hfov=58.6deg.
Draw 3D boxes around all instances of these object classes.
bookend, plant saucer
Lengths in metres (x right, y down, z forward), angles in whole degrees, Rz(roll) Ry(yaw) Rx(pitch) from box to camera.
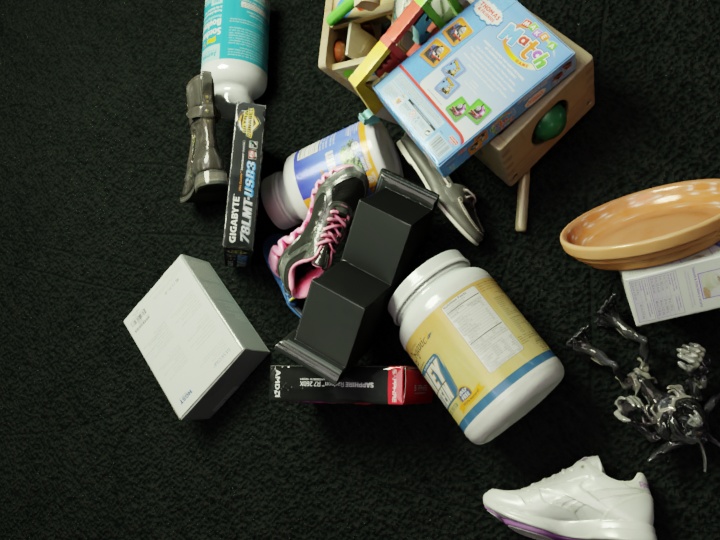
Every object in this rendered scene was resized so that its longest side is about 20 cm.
[{"bbox_3d":[0.000,0.000,0.803,0.090,0.200,0.203,26,117,15],"label":"bookend"},{"bbox_3d":[0.325,-0.049,0.717,0.196,0.200,0.038,-17,104,21],"label":"plant saucer"}]

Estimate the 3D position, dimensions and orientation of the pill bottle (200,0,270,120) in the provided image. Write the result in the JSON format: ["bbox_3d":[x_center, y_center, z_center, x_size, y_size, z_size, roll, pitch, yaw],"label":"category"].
[{"bbox_3d":[-0.205,-0.357,1.052,0.108,0.110,0.206,-4,79,24],"label":"pill bottle"}]

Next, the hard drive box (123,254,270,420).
[{"bbox_3d":[-0.262,0.105,1.015,0.156,0.076,0.201,-45,66,12],"label":"hard drive box"}]

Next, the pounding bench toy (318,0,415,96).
[{"bbox_3d":[0.007,-0.341,0.889,0.153,0.198,0.128,2,81,36],"label":"pounding bench toy"}]

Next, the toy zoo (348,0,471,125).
[{"bbox_3d":[0.067,-0.268,0.829,0.200,0.130,0.021,-47,58,16],"label":"toy zoo"}]

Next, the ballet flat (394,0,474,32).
[{"bbox_3d":[0.121,-0.359,0.855,0.070,0.198,0.074,16,118,34],"label":"ballet flat"}]

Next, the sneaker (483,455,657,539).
[{"bbox_3d":[0.245,0.271,0.763,0.195,0.075,0.102,-1,62,25],"label":"sneaker"}]

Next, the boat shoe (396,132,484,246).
[{"bbox_3d":[0.119,-0.126,0.884,0.057,0.066,0.202,-40,63,18],"label":"boat shoe"}]

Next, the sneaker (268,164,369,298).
[{"bbox_3d":[-0.047,-0.045,0.856,0.202,0.078,0.096,-54,33,21],"label":"sneaker"}]

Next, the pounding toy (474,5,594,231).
[{"bbox_3d":[0.200,-0.200,0.837,0.184,0.142,0.201,-43,62,3],"label":"pounding toy"}]

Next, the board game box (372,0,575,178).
[{"bbox_3d":[0.133,-0.232,0.774,0.199,0.037,0.153,-39,62,6],"label":"board game box"}]

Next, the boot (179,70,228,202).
[{"bbox_3d":[-0.250,-0.205,1.015,0.199,0.068,0.179,-14,83,63],"label":"boot"}]

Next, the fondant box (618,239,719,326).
[{"bbox_3d":[0.384,-0.014,0.692,0.196,0.144,0.060,-18,103,22],"label":"fondant box"}]

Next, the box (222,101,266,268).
[{"bbox_3d":[-0.172,-0.117,0.953,0.048,0.200,0.205,5,83,-10],"label":"box"}]

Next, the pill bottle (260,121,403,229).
[{"bbox_3d":[-0.044,-0.133,0.936,0.196,0.112,0.115,-21,72,20],"label":"pill bottle"}]

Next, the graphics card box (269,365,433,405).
[{"bbox_3d":[-0.011,0.153,0.862,0.195,0.125,0.052,-2,80,23],"label":"graphics card box"}]

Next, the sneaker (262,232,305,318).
[{"bbox_3d":[-0.094,0.013,0.953,0.066,0.078,0.201,-45,65,13],"label":"sneaker"}]

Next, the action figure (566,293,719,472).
[{"bbox_3d":[0.328,0.130,0.722,0.118,0.102,0.201,-41,65,0],"label":"action figure"}]

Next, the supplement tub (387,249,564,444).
[{"bbox_3d":[0.137,0.091,0.793,0.144,0.144,0.201,-42,66,12],"label":"supplement tub"}]
